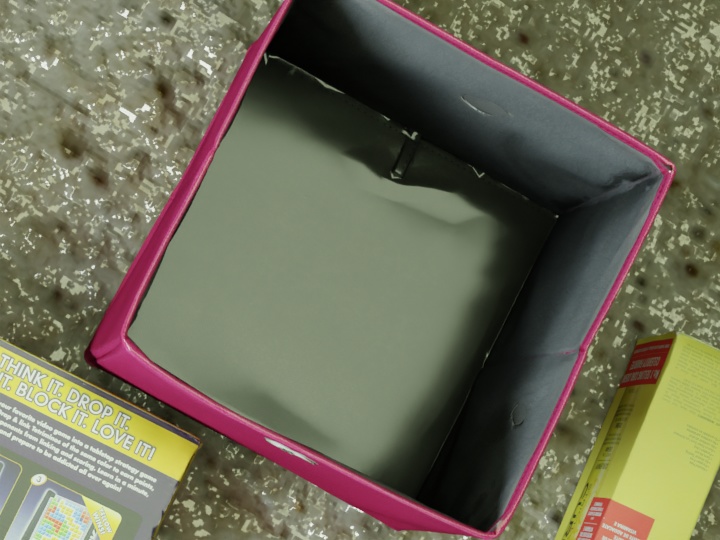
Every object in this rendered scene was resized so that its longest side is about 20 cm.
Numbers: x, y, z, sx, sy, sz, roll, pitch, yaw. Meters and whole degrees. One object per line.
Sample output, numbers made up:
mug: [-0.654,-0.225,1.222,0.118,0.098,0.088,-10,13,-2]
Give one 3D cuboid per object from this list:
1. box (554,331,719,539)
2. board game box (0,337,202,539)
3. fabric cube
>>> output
box: [0.135,0.133,1.221,0.050,0.075,0.201,26,82,-7]
board game box: [-0.203,0.113,1.167,0.200,0.057,0.166,28,78,-7]
fabric cube: [0.000,0.000,1.143,0.196,0.199,0.200,28,80,-8]
